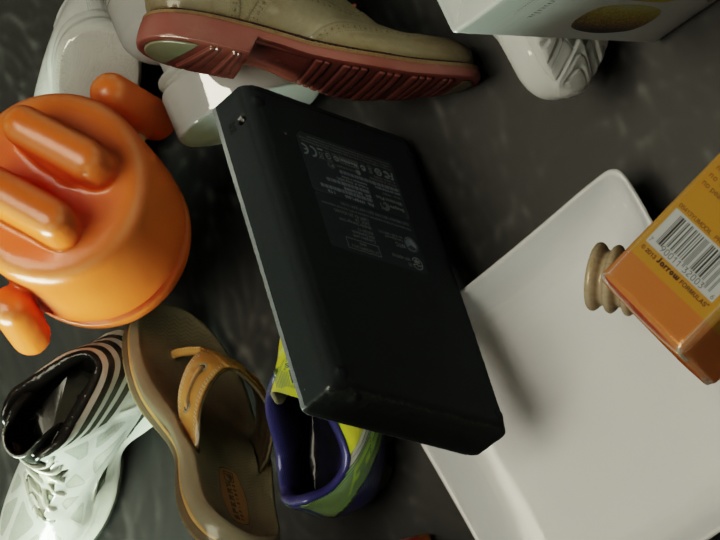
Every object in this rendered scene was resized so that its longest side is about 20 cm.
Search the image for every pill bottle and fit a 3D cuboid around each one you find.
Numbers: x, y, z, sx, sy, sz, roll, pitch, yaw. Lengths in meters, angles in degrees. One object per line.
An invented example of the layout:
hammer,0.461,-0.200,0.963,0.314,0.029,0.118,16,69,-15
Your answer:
pill bottle,-0.099,-0.181,1.667,0.114,0.114,0.201,-28,77,33

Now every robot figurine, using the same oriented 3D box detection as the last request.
robot figurine,-0.162,-0.034,1.655,0.116,0.200,0.144,-11,73,7

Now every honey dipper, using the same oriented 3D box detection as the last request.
honey dipper,0.216,0.019,1.481,0.199,0.038,0.038,10,99,18

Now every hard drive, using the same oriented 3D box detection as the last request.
hard drive,0.000,0.000,1.558,0.033,0.139,0.200,-39,53,30

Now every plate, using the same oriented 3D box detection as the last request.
plate,0.127,0.078,1.571,0.199,0.032,0.200,-40,70,29

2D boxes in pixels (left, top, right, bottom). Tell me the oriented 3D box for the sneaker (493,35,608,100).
sneaker,0.069,-0.172,1.581,0.099,0.078,0.200,-39,62,38

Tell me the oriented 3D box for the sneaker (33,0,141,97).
sneaker,-0.178,-0.086,1.767,0.089,0.075,0.200,-114,34,-52

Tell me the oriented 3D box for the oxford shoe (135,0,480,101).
oxford shoe,-0.024,-0.142,1.587,0.070,0.199,0.075,150,127,-65

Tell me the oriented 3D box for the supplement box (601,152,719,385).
supplement box,0.218,-0.039,1.436,0.200,0.067,0.069,-44,62,3

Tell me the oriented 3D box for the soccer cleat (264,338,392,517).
soccer cleat,-0.022,0.044,1.644,0.065,0.084,0.201,-2,91,36

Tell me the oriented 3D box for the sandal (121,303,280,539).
sandal,-0.083,0.088,1.667,0.054,0.080,0.200,-55,37,29

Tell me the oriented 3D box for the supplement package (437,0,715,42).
supplement package,0.121,-0.192,1.455,0.114,0.200,0.110,-34,73,33

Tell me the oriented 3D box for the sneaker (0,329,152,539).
sneaker,-0.198,0.113,1.754,0.076,0.115,0.201,46,119,24

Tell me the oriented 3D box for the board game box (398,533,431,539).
board game box,-0.069,0.278,1.619,0.199,0.200,0.201,-17,84,35
